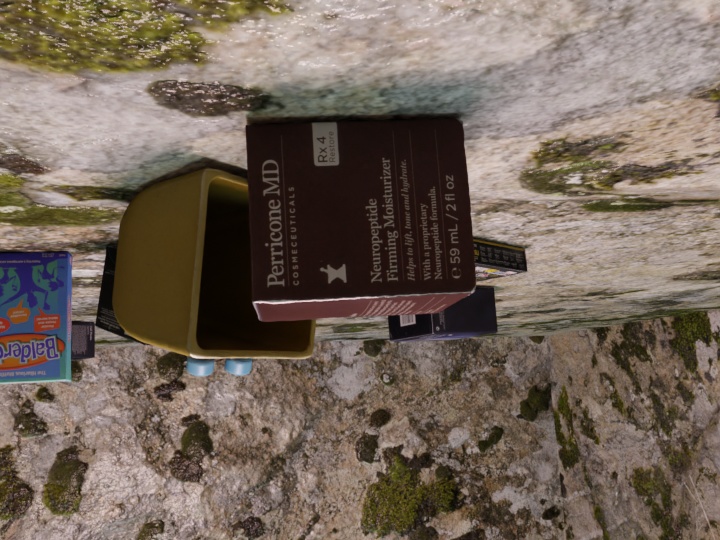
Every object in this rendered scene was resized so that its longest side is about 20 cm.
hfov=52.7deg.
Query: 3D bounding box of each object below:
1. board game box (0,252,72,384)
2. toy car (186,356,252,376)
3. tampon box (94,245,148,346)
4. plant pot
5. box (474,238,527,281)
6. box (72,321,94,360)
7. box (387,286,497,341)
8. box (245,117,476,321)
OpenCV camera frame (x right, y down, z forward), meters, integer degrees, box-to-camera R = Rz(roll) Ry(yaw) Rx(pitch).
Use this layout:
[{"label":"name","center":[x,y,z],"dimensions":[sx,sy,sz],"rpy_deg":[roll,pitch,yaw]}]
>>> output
[{"label":"board game box","center":[-0.526,0.074,1.118],"dimensions":[0.152,0.201,0.045],"rpy_deg":[-2,170,-12]},{"label":"toy car","center":[-0.336,0.120,1.685],"dimensions":[0.176,0.185,0.200],"rpy_deg":[2,-163,-29]},{"label":"tampon box","center":[-0.278,0.042,1.129],"dimensions":[0.150,0.127,0.200],"rpy_deg":[11,-178,41]},{"label":"plant pot","center":[-0.186,-0.001,0.862],"dimensions":[0.200,0.195,0.195],"rpy_deg":[1,175,36]},{"label":"box","center":[0.176,-0.013,1.293],"dimensions":[0.159,0.050,0.200],"rpy_deg":[-16,164,42]},{"label":"box","center":[-0.879,0.203,2.042],"dimensions":[0.200,0.104,0.182],"rpy_deg":[-11,169,40]},{"label":"box","center":[0.202,0.110,1.809],"dimensions":[0.198,0.124,0.200],"rpy_deg":[1,170,-29]},{"label":"box","center":[-0.006,-0.042,0.713],"dimensions":[0.199,0.166,0.164],"rpy_deg":[-3,171,-6]}]
